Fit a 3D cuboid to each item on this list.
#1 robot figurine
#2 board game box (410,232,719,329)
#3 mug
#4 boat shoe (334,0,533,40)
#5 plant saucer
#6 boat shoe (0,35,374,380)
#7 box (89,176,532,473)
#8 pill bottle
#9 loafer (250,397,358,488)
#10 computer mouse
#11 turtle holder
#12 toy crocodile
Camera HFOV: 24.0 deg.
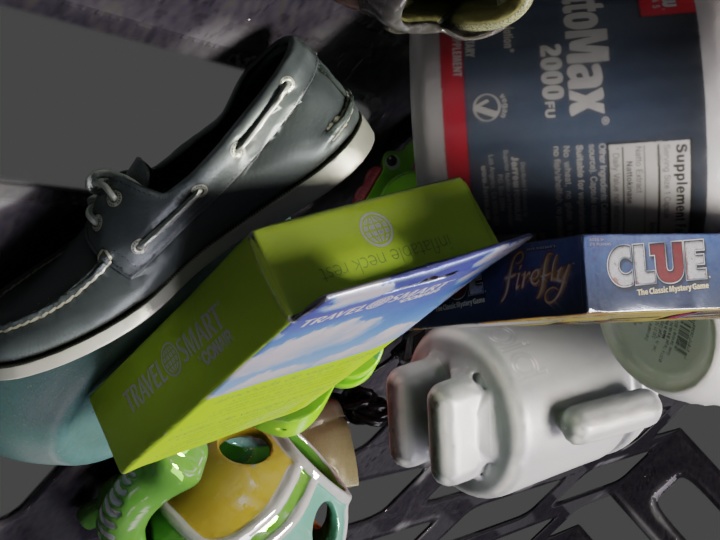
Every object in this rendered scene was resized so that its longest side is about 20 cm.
[{"bbox_3d":[0.111,0.075,1.082,0.200,0.169,0.113,-15,114,-35],"label":"robot figurine"},{"bbox_3d":[0.142,0.005,0.796,0.200,0.035,0.135,-1,176,-32],"label":"board game box"},{"bbox_3d":[0.237,-0.014,0.996,0.175,0.148,0.200,-21,144,-38],"label":"mug"},{"bbox_3d":[0.046,-0.130,0.725,0.201,0.066,0.072,-16,149,-55],"label":"boat shoe"},{"bbox_3d":[-0.104,0.038,0.862,0.200,0.036,0.200,-37,162,-14],"label":"plant saucer"},{"bbox_3d":[-0.091,-0.028,0.725,0.200,0.073,0.062,-33,119,-4],"label":"boat shoe"},{"bbox_3d":[-0.028,0.022,0.756,0.122,0.048,0.200,-17,165,-38],"label":"box"},{"bbox_3d":[0.127,-0.073,0.797,0.199,0.120,0.120,-4,163,6],"label":"pill bottle"},{"bbox_3d":[-0.084,0.162,1.130,0.200,0.068,0.076,-38,164,14],"label":"loafer"},{"bbox_3d":[0.062,0.049,1.194,0.200,0.044,0.110,-38,-179,-16],"label":"computer mouse"},{"bbox_3d":[-0.089,0.142,1.013,0.132,0.141,0.186,-42,118,2],"label":"turtle holder"},{"bbox_3d":[0.000,0.000,0.908,0.200,0.062,0.068,-63,178,-8],"label":"toy crocodile"}]
